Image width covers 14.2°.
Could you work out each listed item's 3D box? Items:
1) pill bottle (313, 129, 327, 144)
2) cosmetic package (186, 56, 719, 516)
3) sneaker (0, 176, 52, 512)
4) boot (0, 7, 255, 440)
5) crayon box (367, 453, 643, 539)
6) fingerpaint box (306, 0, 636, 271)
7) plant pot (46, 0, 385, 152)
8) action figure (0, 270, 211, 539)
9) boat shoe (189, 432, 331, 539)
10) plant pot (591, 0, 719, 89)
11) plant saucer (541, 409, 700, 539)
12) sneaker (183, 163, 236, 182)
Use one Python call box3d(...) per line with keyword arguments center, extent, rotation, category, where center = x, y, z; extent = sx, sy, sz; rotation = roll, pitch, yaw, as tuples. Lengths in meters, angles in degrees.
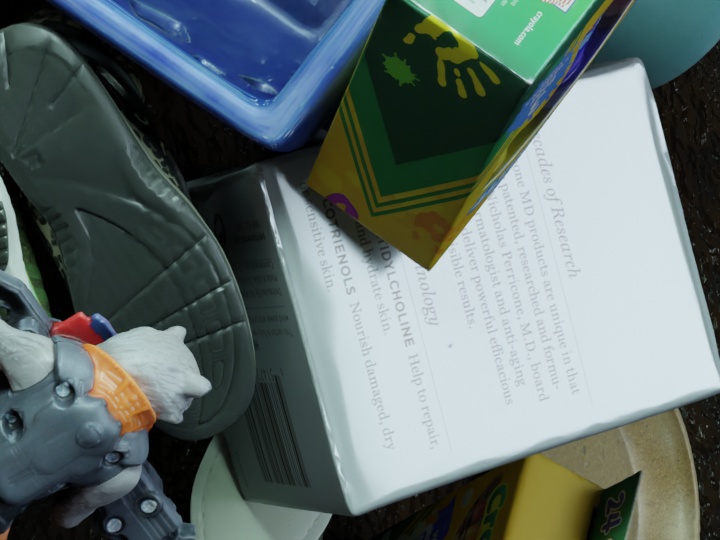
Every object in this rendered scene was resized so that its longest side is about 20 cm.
box3d(center=(0.054, -0.074, 1.592), extent=(0.200, 0.114, 0.115), rotation=(33, 57, -46), category="pill bottle")
box3d(center=(0.036, 0.008, 1.385), extent=(0.199, 0.167, 0.167), rotation=(-17, 93, -21), category="cosmetic package")
box3d(center=(-0.168, 0.015, 1.314), extent=(0.089, 0.077, 0.201), rotation=(-90, 169, -65), category="sneaker")
box3d(center=(-0.108, -0.031, 1.333), extent=(0.204, 0.073, 0.154), rotation=(61, 5, -11), category="boot")
box3d(center=(0.055, 0.172, 1.465), extent=(0.051, 0.200, 0.126), rotation=(29, 56, -19), category="crayon box")
box3d(center=(0.075, -0.121, 1.242), extent=(0.073, 0.167, 0.200), rotation=(35, 60, 5), category="fingerpaint box")
box3d(center=(-0.040, -0.180, 1.297), extent=(0.200, 0.200, 0.180), rotation=(-55, 170, 6), category="plant pot")
box3d(center=(-0.137, 0.102, 1.244), extent=(0.200, 0.193, 0.105), rotation=(48, 3, -24), category="action figure")
box3d(center=(-0.054, 0.156, 1.440), extent=(0.060, 0.072, 0.202), rotation=(101, -4, -52), category="boat shoe")
box3d(center=(0.104, -0.211, 1.631), extent=(0.161, 0.200, 0.201), rotation=(12, 73, -44), category="plant pot")
box3d(center=(0.137, 0.137, 1.720), extent=(0.200, 0.035, 0.201), rotation=(15, 71, -51), category="plant saucer")
box3d(center=(-0.001, 0.003, 1.508), extent=(0.200, 0.104, 0.060), rotation=(45, 49, -38), category="sneaker")
